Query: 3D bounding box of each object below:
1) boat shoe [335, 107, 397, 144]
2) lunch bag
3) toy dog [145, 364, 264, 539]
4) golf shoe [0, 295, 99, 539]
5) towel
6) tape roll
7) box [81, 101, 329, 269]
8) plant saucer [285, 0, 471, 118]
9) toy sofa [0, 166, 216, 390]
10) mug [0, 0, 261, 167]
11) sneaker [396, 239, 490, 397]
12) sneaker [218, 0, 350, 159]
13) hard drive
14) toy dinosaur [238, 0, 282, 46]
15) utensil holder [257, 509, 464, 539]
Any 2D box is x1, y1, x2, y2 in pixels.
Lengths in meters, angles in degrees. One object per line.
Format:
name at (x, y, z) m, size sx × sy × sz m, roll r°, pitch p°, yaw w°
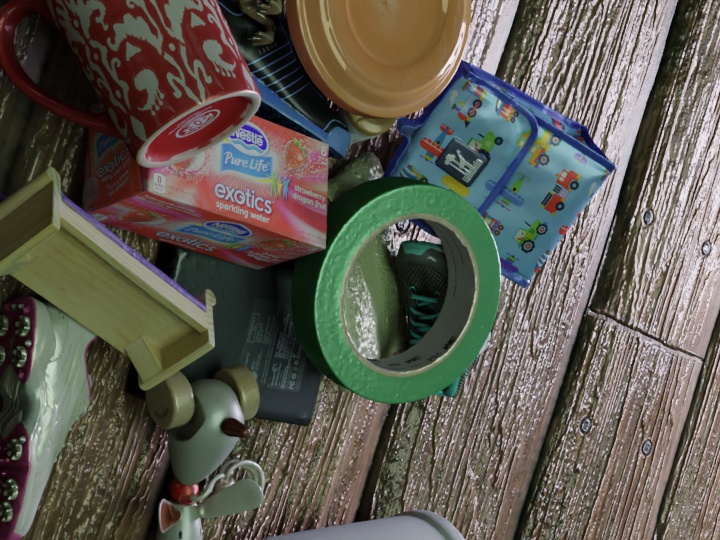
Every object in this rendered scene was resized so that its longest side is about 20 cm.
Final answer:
boat shoe at (0.030, -0.196, 1.514) m, size 0.071 × 0.069 × 0.200 m, roll 45°, pitch 58°, yaw -10°
lunch bag at (0.114, -0.101, 1.517) m, size 0.199 × 0.094 × 0.151 m, roll 26°, pitch 110°, yaw -28°
toy dog at (-0.130, 0.176, 1.394) m, size 0.131 × 0.096 × 0.202 m, roll -27°, pitch 128°, yaw -25°
golf shoe at (-0.259, 0.124, 1.314) m, size 0.091 × 0.075 × 0.202 m, roll 5°, pitch 96°, yaw -45°
towel at (0.000, 0.000, 1.511) m, size 0.148 × 0.036 × 0.202 m, roll -41°, pitch 125°, yaw -59°
tape roll at (0.034, 0.018, 1.449) m, size 0.198 × 0.048 × 0.203 m, roll -8°, pitch 106°, yaw -28°
box at (-0.128, -0.079, 1.357) m, size 0.199 × 0.094 × 0.104 m, roll 18°, pitch 66°, yaw -42°
plant saucer at (0.023, -0.232, 1.369) m, size 0.199 × 0.032 × 0.203 m, roll -4°, pitch 96°, yaw -40°
toy sofa at (-0.210, 0.000, 1.293) m, size 0.200 × 0.082 × 0.098 m, roll 41°, pitch 27°, yaw -38°
mug at (-0.178, -0.181, 1.238) m, size 0.133 × 0.177 × 0.201 m, roll -18°, pitch 74°, yaw -46°
sneaker at (0.077, 0.052, 1.559) m, size 0.092 × 0.077 × 0.201 m, roll -67°, pitch 148°, yaw -31°
sneaker at (-0.074, -0.176, 1.408) m, size 0.199 × 0.070 × 0.078 m, roll 35°, pitch 76°, yaw -32°
hard drive at (-0.111, 0.060, 1.458) m, size 0.199 × 0.033 × 0.141 m, roll 15°, pitch 89°, yaw -43°
toy dinosaur at (-0.092, -0.246, 1.344) m, size 0.198 × 0.058 × 0.102 m, roll 6°, pitch 58°, yaw -37°
utensil holder at (-0.009, 0.323, 1.517) m, size 0.198 × 0.169 × 0.172 m, roll -1°, pitch 99°, yaw -39°
